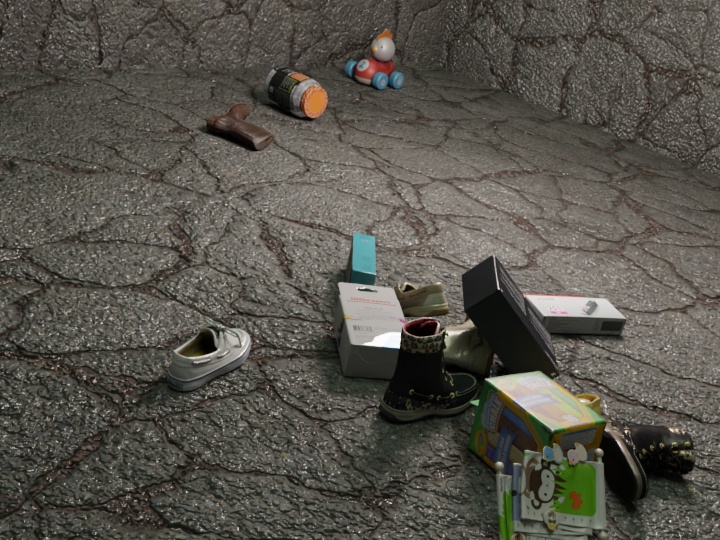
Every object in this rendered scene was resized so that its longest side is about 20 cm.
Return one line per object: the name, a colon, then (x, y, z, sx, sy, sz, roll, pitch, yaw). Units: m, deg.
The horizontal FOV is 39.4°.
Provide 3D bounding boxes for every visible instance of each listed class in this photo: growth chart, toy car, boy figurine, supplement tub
growth chart: (0.262, 0.312, 1.379, 0.197, 0.147, 0.018, 1, -15, -27)
toy car: (0.064, -0.797, 3.742, 0.183, 0.203, 0.175, 29, 28, 37)
boy figurine: (0.303, 0.220, 1.670, 0.197, 0.066, 0.124, 13, 13, 10)
supplement tub: (-0.201, -0.554, 3.149, 0.121, 0.124, 0.199, -10, 31, -42)

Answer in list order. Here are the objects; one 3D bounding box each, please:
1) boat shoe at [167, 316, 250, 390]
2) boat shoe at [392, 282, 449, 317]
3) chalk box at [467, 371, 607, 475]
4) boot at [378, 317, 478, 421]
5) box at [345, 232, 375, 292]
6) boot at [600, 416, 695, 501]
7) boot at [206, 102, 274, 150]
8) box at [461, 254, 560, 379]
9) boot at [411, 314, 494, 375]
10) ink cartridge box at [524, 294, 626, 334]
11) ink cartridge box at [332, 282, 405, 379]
boat shoe: (-0.239, 0.115, 1.618, 0.074, 0.087, 0.201, 21, 25, 23)
boat shoe: (0.089, 0.053, 1.867, 0.071, 0.066, 0.199, -8, 1, -34)
chalk box: (0.251, 0.236, 1.528, 0.123, 0.126, 0.200, -5, 28, -35)
boot: (0.127, 0.153, 1.619, 0.201, 0.156, 0.073, -8, 29, -38)
box: (0.000, 0.000, 2.009, 0.048, 0.084, 0.201, 10, 23, -4)
boot: (0.449, 0.292, 1.566, 0.148, 0.074, 0.200, 6, 17, -8)
boot: (-0.303, -0.401, 2.817, 0.198, 0.065, 0.186, 20, 37, 26)
box: (0.263, 0.094, 1.770, 0.201, 0.078, 0.142, 52, 16, -18)
boot: (0.160, 0.118, 1.832, 0.152, 0.073, 0.201, 8, 23, -2)
ink cartridge box: (0.426, 0.074, 2.097, 0.197, 0.044, 0.174, 3, 26, -20)
ink cartridge box: (0.017, 0.105, 1.771, 0.113, 0.069, 0.201, 7, 29, -13)
